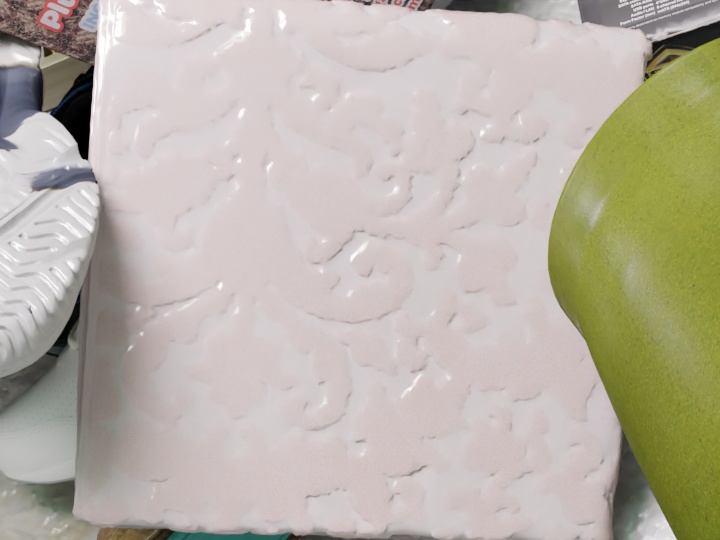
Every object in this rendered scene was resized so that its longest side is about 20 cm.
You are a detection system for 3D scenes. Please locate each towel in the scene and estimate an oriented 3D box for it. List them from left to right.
[{"bbox_3d":[0.000,0.000,0.943,0.198,0.032,0.193,4,87,-7],"label":"towel"}]

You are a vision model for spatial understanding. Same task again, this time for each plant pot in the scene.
[{"bbox_3d":[0.160,0.026,0.847,0.200,0.201,0.193,-38,50,-3],"label":"plant pot"}]

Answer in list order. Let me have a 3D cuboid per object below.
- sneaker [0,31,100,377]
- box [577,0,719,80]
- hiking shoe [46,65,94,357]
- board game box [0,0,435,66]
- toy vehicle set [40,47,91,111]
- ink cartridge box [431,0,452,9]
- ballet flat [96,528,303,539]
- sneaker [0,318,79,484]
[{"bbox_3d":[-0.148,0.003,0.943,0.079,0.130,0.200,1,38,-23],"label":"sneaker"},{"bbox_3d":[0.175,-0.178,1.065,0.199,0.050,0.200,-18,53,14],"label":"box"},{"bbox_3d":[-0.084,-0.061,1.073,0.074,0.087,0.201,20,71,8],"label":"hiking shoe"},{"bbox_3d":[-0.080,-0.156,1.003,0.097,0.199,0.160,-56,28,31],"label":"board game box"},{"bbox_3d":[-0.172,-0.119,1.198,0.199,0.027,0.125,-21,53,11],"label":"toy vehicle set"},{"bbox_3d":[0.052,-0.238,1.111,0.198,0.043,0.201,-46,42,19],"label":"ink cartridge box"},{"bbox_3d":[-0.023,0.062,1.001,0.200,0.068,0.072,-40,33,1],"label":"ballet flat"},{"bbox_3d":[-0.073,0.009,1.014,0.200,0.080,0.071,-34,18,20],"label":"sneaker"}]
